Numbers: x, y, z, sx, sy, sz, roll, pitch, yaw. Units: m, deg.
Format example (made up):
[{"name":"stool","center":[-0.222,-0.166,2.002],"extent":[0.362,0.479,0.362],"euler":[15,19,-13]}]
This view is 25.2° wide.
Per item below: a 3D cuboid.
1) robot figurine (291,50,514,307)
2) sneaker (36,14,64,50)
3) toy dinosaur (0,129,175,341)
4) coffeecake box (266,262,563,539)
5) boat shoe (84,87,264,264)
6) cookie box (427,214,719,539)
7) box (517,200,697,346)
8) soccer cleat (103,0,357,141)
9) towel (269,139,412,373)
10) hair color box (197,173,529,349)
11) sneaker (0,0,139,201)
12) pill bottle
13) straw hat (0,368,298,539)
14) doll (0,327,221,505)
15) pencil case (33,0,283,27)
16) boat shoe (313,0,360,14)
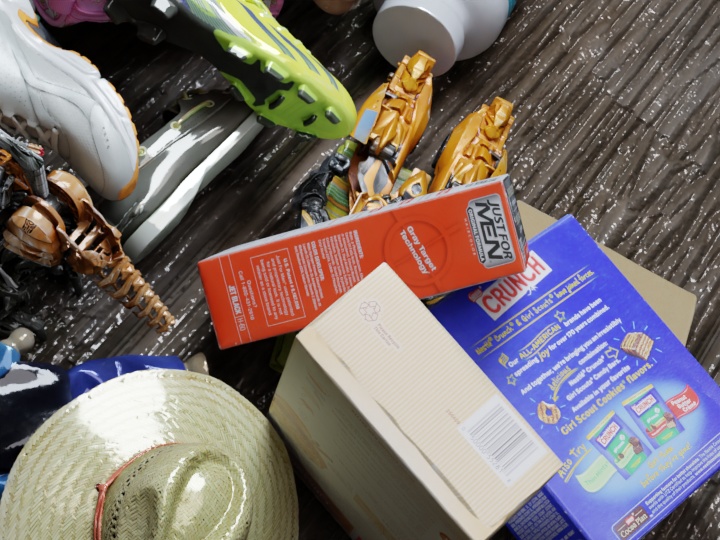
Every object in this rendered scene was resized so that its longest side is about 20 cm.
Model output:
[{"name":"robot figurine","center":[0.035,-0.058,1.149],"extent":[0.144,0.058,0.201],"euler":[28,54,-5]},{"name":"sneaker","center":[-0.266,-0.185,1.098],"extent":[0.200,0.088,0.074],"euler":[40,53,4]},{"name":"toy dinosaur","center":[-0.207,-0.023,0.995],"extent":[0.102,0.136,0.201],"euler":[-28,74,-34]},{"name":"coffeecake box","center":[0.023,0.106,0.970],"extent":[0.073,0.200,0.154],"euler":[-38,80,-21]},{"name":"boat shoe","center":[-0.116,-0.091,1.116],"extent":[0.060,0.072,0.202],"euler":[40,57,-2]},{"name":"cookie box","center":[0.140,0.086,1.087],"extent":[0.171,0.075,0.200],"euler":[-31,76,-34]},{"name":"box","center":[0.155,0.062,1.170],"extent":[0.162,0.021,0.201],"euler":[28,53,-5]},{"name":"soccer cleat","center":[-0.079,-0.163,1.082],"extent":[0.199,0.065,0.084],"euler":[33,56,-10]},{"name":"towel","center":[0.000,0.000,1.144],"extent":[0.085,0.018,0.201],"euler":[22,55,-8]},{"name":"hair color box","center":[0.006,-0.007,1.032],"extent":[0.198,0.102,0.062],"euler":[-15,93,10]},{"name":"sneaker","center":[-0.225,-0.112,1.026],"extent":[0.092,0.076,0.200],"euler":[-36,78,-30]},{"name":"pill bottle","center":[0.078,-0.242,1.266],"extent":[0.110,0.111,0.201],"euler":[31,53,-3]},{"name":"straw hat","center":[-0.107,0.146,0.935],"extent":[0.199,0.085,0.203],"euler":[7,75,-25]},{"name":"doll","center":[-0.186,0.100,0.983],"extent":[0.198,0.048,0.138],"euler":[-5,69,-25]},{"name":"pencil case","center":[-0.143,-0.216,1.155],"extent":[0.199,0.084,0.086],"euler":[-6,20,-38]},{"name":"boat shoe","center":[-0.021,-0.254,1.238],"extent":[0.075,0.072,0.200],"euler":[26,24,-12]}]
